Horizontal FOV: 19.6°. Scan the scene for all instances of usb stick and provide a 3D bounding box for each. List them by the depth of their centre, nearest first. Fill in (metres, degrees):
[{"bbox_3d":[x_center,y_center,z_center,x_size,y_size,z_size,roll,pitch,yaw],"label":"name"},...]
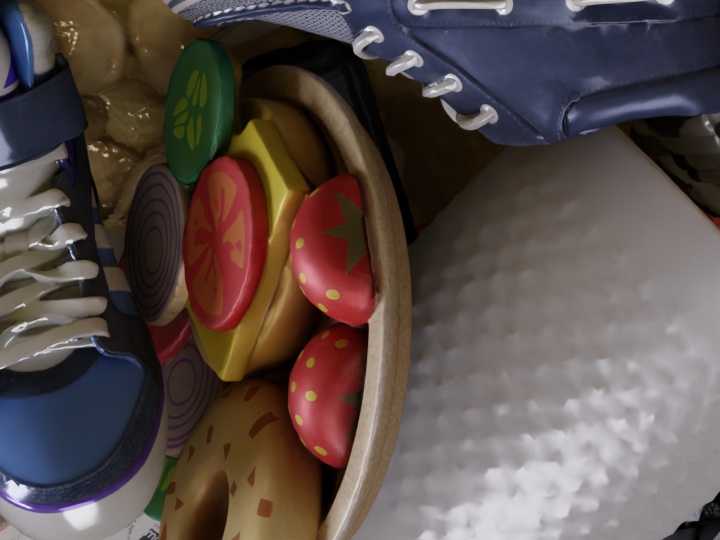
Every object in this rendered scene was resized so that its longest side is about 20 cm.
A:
[{"bbox_3d":[0.000,0.000,0.843,0.055,0.033,0.201,-11,118,14],"label":"usb stick"}]

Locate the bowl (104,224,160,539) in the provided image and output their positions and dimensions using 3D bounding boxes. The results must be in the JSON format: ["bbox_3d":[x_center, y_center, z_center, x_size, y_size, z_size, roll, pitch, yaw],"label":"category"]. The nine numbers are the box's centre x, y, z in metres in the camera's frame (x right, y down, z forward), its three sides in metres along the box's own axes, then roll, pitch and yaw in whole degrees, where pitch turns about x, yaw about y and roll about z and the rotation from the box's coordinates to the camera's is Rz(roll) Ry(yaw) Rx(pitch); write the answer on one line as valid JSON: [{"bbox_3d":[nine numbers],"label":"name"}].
[{"bbox_3d":[-0.094,0.090,0.894,0.199,0.094,0.202,-12,124,-18],"label":"bowl"}]

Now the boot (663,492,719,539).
[{"bbox_3d":[0.125,0.129,0.967,0.161,0.074,0.198,3,169,23],"label":"boot"}]

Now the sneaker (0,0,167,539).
[{"bbox_3d":[-0.128,-0.019,0.733,0.080,0.201,0.147,-16,136,-1],"label":"sneaker"}]

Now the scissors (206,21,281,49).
[{"bbox_3d":[0.018,-0.117,0.766,0.073,0.014,0.200,24,134,-30],"label":"scissors"}]

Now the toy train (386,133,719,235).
[{"bbox_3d":[0.075,0.000,0.893,0.198,0.056,0.151,12,115,-3],"label":"toy train"}]

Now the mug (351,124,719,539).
[{"bbox_3d":[0.082,0.062,0.794,0.175,0.148,0.200,-44,118,4],"label":"mug"}]

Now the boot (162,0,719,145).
[{"bbox_3d":[0.026,-0.082,0.707,0.198,0.091,0.073,-7,-173,24],"label":"boot"}]

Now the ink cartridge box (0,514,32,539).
[{"bbox_3d":[-0.186,0.078,0.791,0.199,0.117,0.068,33,135,27],"label":"ink cartridge box"}]

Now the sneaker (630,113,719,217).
[{"bbox_3d":[0.171,-0.054,0.808,0.200,0.085,0.074,46,164,-25],"label":"sneaker"}]

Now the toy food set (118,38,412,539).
[{"bbox_3d":[-0.043,0.024,0.758,0.048,0.198,0.201,3,124,-27],"label":"toy food set"}]
